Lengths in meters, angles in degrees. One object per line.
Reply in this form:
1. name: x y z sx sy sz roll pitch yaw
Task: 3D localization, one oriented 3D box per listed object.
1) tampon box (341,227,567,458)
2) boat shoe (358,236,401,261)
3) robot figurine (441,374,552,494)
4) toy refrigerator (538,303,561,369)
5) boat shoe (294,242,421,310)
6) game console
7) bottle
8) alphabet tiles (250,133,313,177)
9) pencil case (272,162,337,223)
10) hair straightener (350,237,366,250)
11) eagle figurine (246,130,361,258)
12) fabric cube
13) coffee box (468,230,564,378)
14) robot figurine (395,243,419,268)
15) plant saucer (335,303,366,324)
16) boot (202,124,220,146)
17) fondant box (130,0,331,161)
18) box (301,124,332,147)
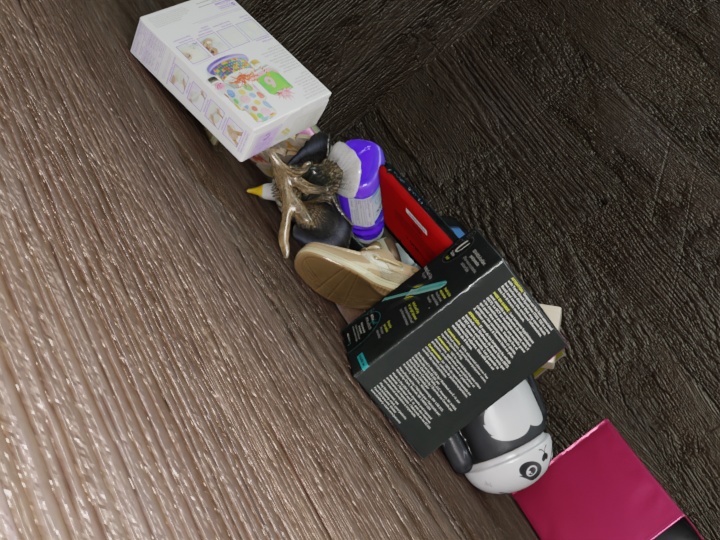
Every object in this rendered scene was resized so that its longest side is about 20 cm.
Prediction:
1. tampon box: 0.099 0.075 1.138 0.126 0.200 0.150 50 6 -16
2. boat shoe: 0.000 0.000 1.495 0.200 0.076 0.072 118 -50 -71
3. robot figurine: 0.163 0.180 1.295 0.125 0.149 0.201 82 -16 -89
4. toy refrigerator: 0.167 0.078 1.390 0.198 0.077 0.070 7 -12 13
5. boat shoe: 0.013 0.007 1.231 0.199 0.071 0.065 24 52 -22
6. game console: 0.124 -0.045 1.324 0.200 0.118 0.173 51 -20 38
7. bottle: 0.004 -0.100 1.423 0.065 0.084 0.200 10 -23 9
8. alphabet tiles: -0.075 -0.151 1.509 0.199 0.015 0.196 11 -17 27
9. pencil case: -0.061 -0.095 1.492 0.200 0.089 0.079 41 48 -70
10. hair straightener: -0.035 -0.066 1.790 0.200 0.041 0.077 49 6 -33
11. eagle figurine: -0.067 -0.099 1.292 0.150 0.152 0.200 33 6 13
12. fabric cube: 0.386 0.392 1.576 0.200 0.196 0.200 46 6 -44
13. coffee box: 0.161 0.097 1.532 0.200 0.200 0.198 53 6 20
14. robot figurine: 0.085 0.036 1.770 0.200 0.113 0.169 52 -33 -9
15. plant saucer: 0.021 0.079 1.348 0.201 0.034 0.200 53 6 -7
16. boot: -0.209 -0.245 1.307 0.155 0.072 0.200 48 9 -19
17. fondant box: -0.154 -0.237 1.230 0.200 0.058 0.144 44 45 12
18. box: -0.137 -0.252 1.850 0.176 0.096 0.200 51 6 -11
